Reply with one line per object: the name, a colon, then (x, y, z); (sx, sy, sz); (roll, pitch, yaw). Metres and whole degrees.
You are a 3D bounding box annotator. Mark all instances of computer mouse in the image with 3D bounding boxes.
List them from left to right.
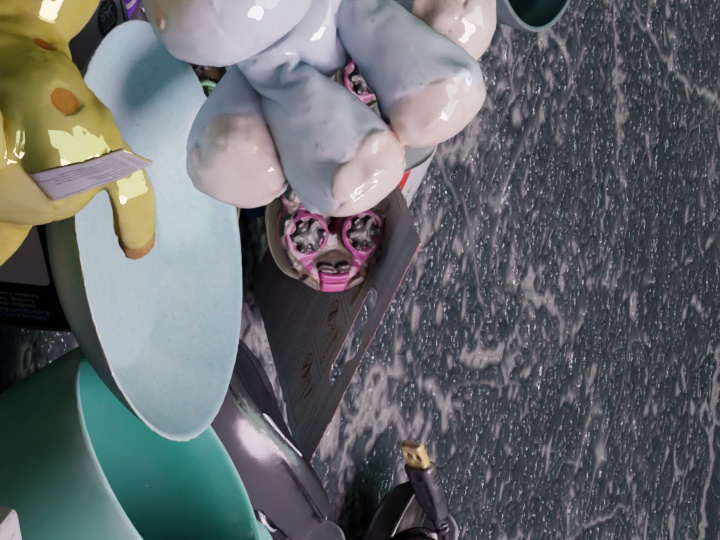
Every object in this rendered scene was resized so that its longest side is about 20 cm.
computer mouse: (-0.035, 0.108, 1.408); (0.046, 0.140, 0.201); (-79, 148, -65)

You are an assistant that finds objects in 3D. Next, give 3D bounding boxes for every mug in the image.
mug: (-0.126, 0.137, 1.292); (0.185, 0.114, 0.152); (52, 18, -22)

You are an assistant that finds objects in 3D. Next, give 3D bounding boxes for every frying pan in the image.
frying pan: (0.005, 0.223, 1.764); (0.115, 0.031, 0.191); (-33, 145, -71)

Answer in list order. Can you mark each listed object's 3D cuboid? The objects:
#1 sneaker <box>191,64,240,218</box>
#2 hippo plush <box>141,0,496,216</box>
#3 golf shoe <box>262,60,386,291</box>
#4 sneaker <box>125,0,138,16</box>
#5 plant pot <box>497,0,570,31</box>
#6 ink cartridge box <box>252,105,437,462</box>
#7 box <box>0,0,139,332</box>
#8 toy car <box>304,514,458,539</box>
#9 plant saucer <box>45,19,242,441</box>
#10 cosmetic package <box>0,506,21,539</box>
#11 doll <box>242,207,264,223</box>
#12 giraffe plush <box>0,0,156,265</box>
sneaker: (-0.078, -0.062, 1.418); (0.077, 0.088, 0.201); (26, 65, -28)
hippo plush: (-0.028, -0.141, 1.237); (0.161, 0.158, 0.201); (61, 23, -54)
golf shoe: (-0.026, -0.094, 1.420); (0.092, 0.072, 0.201); (-153, -112, -67)
sneaker: (-0.113, -0.218, 1.317); (0.070, 0.099, 0.201); (-29, 121, -60)
plant pot: (0.054, -0.252, 1.653); (0.200, 0.133, 0.202); (4, 90, -67)
ink cartridge box: (0.000, 0.000, 1.494); (0.162, 0.050, 0.200); (-64, -155, 25)
box: (-0.159, -0.085, 1.290); (0.117, 0.060, 0.201); (-53, 141, -51)
toy car: (0.010, 0.248, 1.640); (0.158, 0.163, 0.201); (38, 51, -63)
plant saucer: (-0.110, -0.018, 1.266); (0.201, 0.038, 0.202); (-6, 90, -72)
cosmetic package: (-0.201, 0.207, 1.196); (0.085, 0.107, 0.201); (-52, 142, -53)
doll: (-0.046, -0.090, 1.561); (0.200, 0.048, 0.137); (-41, 148, -57)
giraffe plush: (-0.167, -0.099, 1.123); (0.173, 0.199, 0.163); (49, 40, -56)
